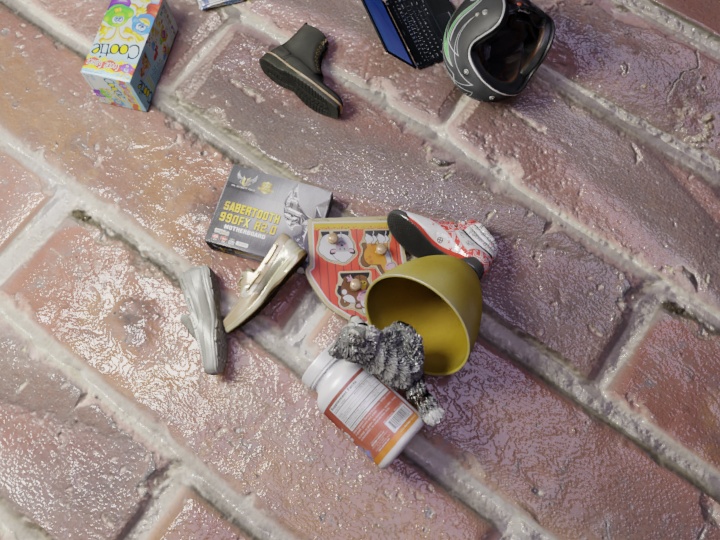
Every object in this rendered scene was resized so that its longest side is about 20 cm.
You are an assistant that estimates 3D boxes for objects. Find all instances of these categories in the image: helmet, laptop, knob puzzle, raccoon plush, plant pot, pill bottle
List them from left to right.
[{"bbox_3d":[0.000,0.000,1.208,0.217,0.030,0.222,3,76,-14],"label":"knob puzzle"},{"bbox_3d":[0.002,0.218,1.120,0.200,0.112,0.112,41,77,13],"label":"pill bottle"},{"bbox_3d":[0.044,0.152,1.051,0.200,0.133,0.097,49,123,29],"label":"raccoon plush"},{"bbox_3d":[0.107,-0.507,1.354,0.198,0.103,0.179,-21,74,-6],"label":"laptop"},{"bbox_3d":[0.126,0.053,1.146,0.199,0.201,0.142,36,50,11],"label":"plant pot"},{"bbox_3d":[0.247,-0.421,1.280,0.199,0.191,0.201,23,33,-16],"label":"helmet"}]

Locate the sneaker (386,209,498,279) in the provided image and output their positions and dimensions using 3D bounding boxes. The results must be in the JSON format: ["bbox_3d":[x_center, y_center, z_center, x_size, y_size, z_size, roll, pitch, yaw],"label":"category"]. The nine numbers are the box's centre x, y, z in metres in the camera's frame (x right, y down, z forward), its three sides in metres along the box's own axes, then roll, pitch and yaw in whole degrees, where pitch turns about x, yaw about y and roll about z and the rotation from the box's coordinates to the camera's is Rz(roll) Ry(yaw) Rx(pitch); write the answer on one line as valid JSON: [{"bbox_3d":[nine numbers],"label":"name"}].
[{"bbox_3d":[0.151,-0.063,1.224,0.201,0.068,0.108,34,49,15],"label":"sneaker"}]

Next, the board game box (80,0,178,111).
[{"bbox_3d":[-0.450,-0.435,1.337,0.102,0.105,0.202,12,72,5],"label":"board game box"}]

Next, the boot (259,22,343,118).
[{"bbox_3d":[-0.083,-0.404,1.342,0.200,0.078,0.138,39,72,11],"label":"boot"}]

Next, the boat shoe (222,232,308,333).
[{"bbox_3d":[-0.178,0.023,1.185,0.065,0.072,0.200,43,99,3],"label":"boat shoe"}]

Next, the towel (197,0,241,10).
[{"bbox_3d":[-0.259,-0.629,1.440,0.198,0.024,0.148,-16,71,-6],"label":"towel"}]

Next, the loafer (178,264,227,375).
[{"bbox_3d":[-0.278,0.089,1.191,0.069,0.070,0.202,-15,67,4],"label":"loafer"}]

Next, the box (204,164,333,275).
[{"bbox_3d":[-0.165,-0.093,1.254,0.198,0.048,0.160,16,74,5],"label":"box"}]
